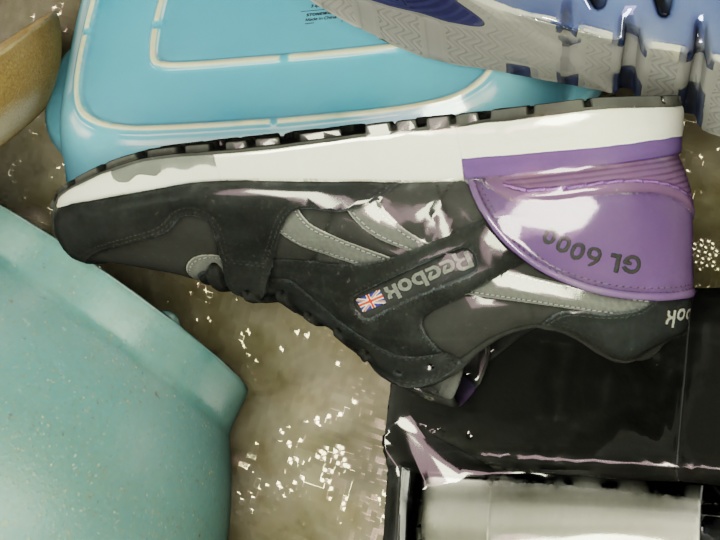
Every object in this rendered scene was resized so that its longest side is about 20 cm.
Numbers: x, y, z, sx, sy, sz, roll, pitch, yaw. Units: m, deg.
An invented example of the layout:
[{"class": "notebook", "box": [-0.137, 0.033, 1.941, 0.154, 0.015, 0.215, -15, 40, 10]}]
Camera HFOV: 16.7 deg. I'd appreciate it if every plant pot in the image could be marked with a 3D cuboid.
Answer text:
[{"class": "plant pot", "box": [-0.177, -0.021, 0.825, 0.200, 0.200, 0.027, -32, 100, 17]}, {"class": "plant pot", "box": [-0.122, 0.060, 0.830, 0.200, 0.200, 0.134, 33, 82, 10]}]

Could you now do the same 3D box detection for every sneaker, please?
[{"class": "sneaker", "box": [0.000, 0.000, 0.734, 0.200, 0.076, 0.088, -5, 93, 21]}, {"class": "sneaker", "box": [0.070, -0.118, 0.744, 0.199, 0.081, 0.115, 18, 75, 5]}]

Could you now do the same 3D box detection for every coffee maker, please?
[{"class": "coffee maker", "box": [0.116, 0.046, 0.777, 0.200, 0.135, 0.192, 0, 95, 16]}]

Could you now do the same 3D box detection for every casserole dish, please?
[{"class": "casserole dish", "box": [-0.018, -0.075, 0.820, 0.200, 0.039, 0.121, -3, 57, 16]}]
